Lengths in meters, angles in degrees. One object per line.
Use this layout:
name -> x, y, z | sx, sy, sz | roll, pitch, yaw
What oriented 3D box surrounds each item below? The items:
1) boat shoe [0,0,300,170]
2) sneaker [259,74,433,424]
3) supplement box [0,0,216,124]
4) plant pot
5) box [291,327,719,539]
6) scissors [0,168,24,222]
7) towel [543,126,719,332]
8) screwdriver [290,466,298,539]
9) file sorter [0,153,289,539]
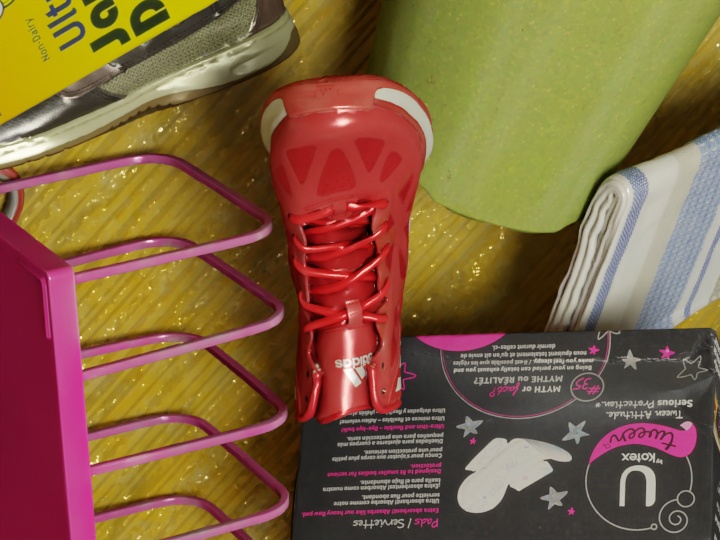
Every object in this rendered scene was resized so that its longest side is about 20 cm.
boat shoe -> -0.127, -0.099, 1.176 | 0.200, 0.073, 0.065 | -24, 109, -22
sneaker -> 0.000, 0.000, 1.126 | 0.078, 0.116, 0.200 | -7, 157, 4
supplement box -> -0.132, -0.163, 1.113 | 0.200, 0.110, 0.109 | -31, 131, -9
plant pot -> 0.086, -0.127, 1.200 | 0.200, 0.200, 0.190 | 10, 117, -25
box -> 0.080, 0.108, 1.231 | 0.200, 0.115, 0.132 | -2, 152, 15
scissors -> -0.205, 0.034, 1.220 | 0.073, 0.014, 0.200 | 0, 109, -26
towel -> 0.171, -0.025, 1.278 | 0.200, 0.024, 0.147 | -27, 147, -37
screwdriver -> -0.010, 0.058, 1.298 | 0.029, 0.028, 0.200 | 13, 106, 4
file sorter -> -0.110, 0.059, 1.190 | 0.125, 0.139, 0.200 | -13, 115, -26
